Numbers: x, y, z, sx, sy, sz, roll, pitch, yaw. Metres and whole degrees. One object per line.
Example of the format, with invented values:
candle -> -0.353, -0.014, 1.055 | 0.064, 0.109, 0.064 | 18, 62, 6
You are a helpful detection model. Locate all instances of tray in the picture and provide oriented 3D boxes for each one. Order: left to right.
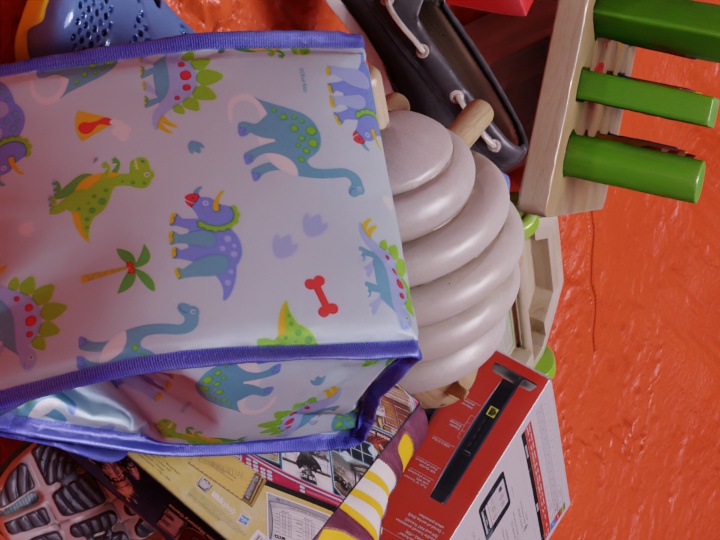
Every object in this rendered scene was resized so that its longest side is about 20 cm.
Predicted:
tray -> 0.108, -0.114, 1.825 | 0.200, 0.022, 0.108 | -28, 126, -52

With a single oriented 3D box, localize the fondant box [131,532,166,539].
fondant box -> -0.105, 0.244, 1.527 | 0.144, 0.058, 0.201 | 35, 78, -47

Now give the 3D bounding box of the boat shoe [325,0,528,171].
boat shoe -> 0.023, -0.136, 1.556 | 0.201, 0.060, 0.074 | 66, 26, -2

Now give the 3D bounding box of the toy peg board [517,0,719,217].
toy peg board -> 0.176, -0.125, 1.766 | 0.199, 0.097, 0.201 | -8, 111, -75

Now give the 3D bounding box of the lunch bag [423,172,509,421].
lunch bag -> 0.000, 0.000, 1.631 | 0.200, 0.082, 0.162 | 24, 83, -58

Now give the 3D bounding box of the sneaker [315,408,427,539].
sneaker -> -0.018, 0.124, 1.535 | 0.200, 0.075, 0.090 | -23, 91, -57

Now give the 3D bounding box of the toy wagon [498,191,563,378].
toy wagon -> 0.068, 0.053, 1.788 | 0.200, 0.039, 0.156 | -56, 152, -31

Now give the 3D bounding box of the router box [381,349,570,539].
router box -> 0.052, 0.161, 1.721 | 0.180, 0.049, 0.200 | -56, 161, -18

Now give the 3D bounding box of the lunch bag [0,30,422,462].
lunch bag -> -0.090, -0.009, 1.336 | 0.128, 0.199, 0.171 | 123, -39, -56

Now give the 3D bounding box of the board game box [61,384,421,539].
board game box -> -0.085, 0.047, 1.409 | 0.136, 0.200, 0.035 | -49, 179, -38

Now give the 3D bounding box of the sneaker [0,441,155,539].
sneaker -> -0.114, 0.074, 1.467 | 0.200, 0.079, 0.078 | -40, 121, -39

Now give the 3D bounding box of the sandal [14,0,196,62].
sandal -> -0.090, -0.095, 1.435 | 0.200, 0.087, 0.080 | 27, 80, -57

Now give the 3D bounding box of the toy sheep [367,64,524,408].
toy sheep -> 0.020, -0.016, 1.483 | 0.138, 0.137, 0.201 | -47, 130, -41

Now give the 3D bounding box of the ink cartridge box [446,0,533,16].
ink cartridge box -> 0.073, -0.227, 1.673 | 0.201, 0.067, 0.116 | -64, 148, -23
